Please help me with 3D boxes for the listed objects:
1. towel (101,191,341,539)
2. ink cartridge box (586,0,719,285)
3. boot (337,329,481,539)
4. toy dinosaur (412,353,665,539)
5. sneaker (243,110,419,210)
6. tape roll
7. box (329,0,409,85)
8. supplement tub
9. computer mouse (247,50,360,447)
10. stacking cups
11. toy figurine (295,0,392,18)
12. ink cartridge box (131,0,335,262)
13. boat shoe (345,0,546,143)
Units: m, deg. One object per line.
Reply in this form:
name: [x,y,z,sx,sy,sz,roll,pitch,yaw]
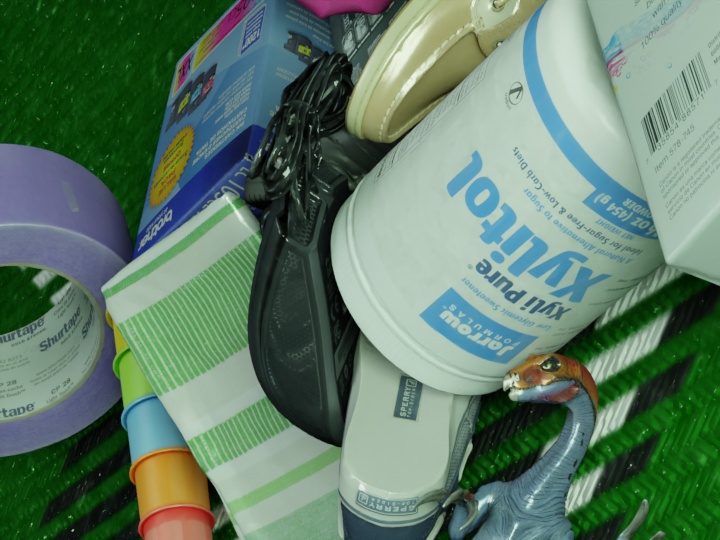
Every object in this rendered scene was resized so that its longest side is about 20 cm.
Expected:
towel: [-0.060,0.068,1.513,0.152,0.023,0.201,-34,82,47]
ink cartridge box: [0.201,-0.100,1.147,0.145,0.144,0.201,-49,38,36]
boot: [0.022,0.087,1.402,0.200,0.072,0.091,-66,-13,-53]
toy dinosaur: [0.058,0.132,1.334,0.182,0.105,0.200,-64,15,-21]
sneaker: [0.028,-0.092,1.460,0.199,0.060,0.105,-7,77,25]
tape roll: [-0.240,0.022,1.769,0.200,0.199,0.085,-55,35,28]
box: [0.050,-0.204,1.547,0.200,0.051,0.158,-48,38,37]
supplement tub: [0.090,-0.041,1.318,0.200,0.131,0.132,-44,41,41]
computer mouse: [-0.032,-0.003,1.398,0.139,0.052,0.201,-63,-30,-61]
stacking cups: [-0.115,0.106,1.672,0.061,0.060,0.201,-44,46,40]
toy figurine: [-0.016,-0.221,1.523,0.200,0.150,0.184,-42,46,-6]
ink cartridge box: [-0.063,-0.068,1.607,0.136,0.076,0.201,-41,31,43]
boat shoe: [0.075,-0.130,1.374,0.200,0.064,0.071,-45,-14,-12]
